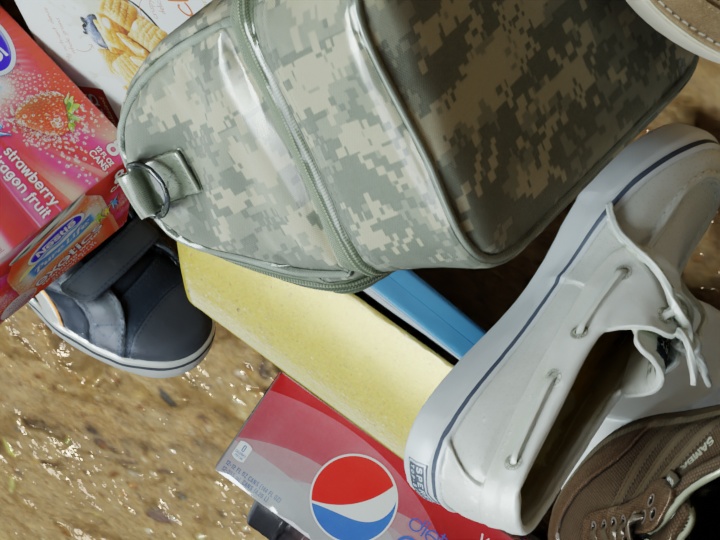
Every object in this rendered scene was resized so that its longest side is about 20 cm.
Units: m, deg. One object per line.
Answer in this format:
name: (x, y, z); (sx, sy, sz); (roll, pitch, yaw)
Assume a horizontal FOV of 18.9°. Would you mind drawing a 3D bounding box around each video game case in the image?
video game case: (0.000, 0.000, 0.996); (0.143, 0.018, 0.200); (38, 177, -34)

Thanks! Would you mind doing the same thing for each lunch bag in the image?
lunch bag: (0.015, -0.088, 0.856); (0.167, 0.200, 0.140); (-5, 119, 43)

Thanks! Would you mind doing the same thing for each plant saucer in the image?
plant saucer: (0.001, 0.045, 1.043); (0.199, 0.049, 0.200); (36, 178, 17)

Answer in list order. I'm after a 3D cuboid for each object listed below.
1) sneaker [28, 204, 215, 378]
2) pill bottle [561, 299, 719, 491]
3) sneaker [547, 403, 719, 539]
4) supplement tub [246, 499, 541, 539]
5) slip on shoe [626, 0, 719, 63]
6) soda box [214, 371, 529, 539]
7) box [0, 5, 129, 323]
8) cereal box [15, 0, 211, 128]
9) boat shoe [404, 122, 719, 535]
sneaker: (-0.162, -0.021, 1.191); (0.200, 0.079, 0.080); (37, 151, 5)
pill bottle: (0.156, 0.113, 1.026); (0.112, 0.112, 0.201); (11, 137, 34)
sneaker: (0.130, 0.099, 0.888); (0.071, 0.075, 0.200); (53, 139, 0)
supplement tub: (0.036, 0.168, 1.202); (0.199, 0.107, 0.107); (34, 145, 6)
slip on shoe: (0.117, -0.142, 0.781); (0.200, 0.076, 0.060); (42, 163, -22)
soda box: (0.025, 0.133, 1.116); (0.199, 0.064, 0.070); (35, 180, 6)
box: (-0.216, -0.083, 1.110); (0.200, 0.100, 0.096); (46, 157, 10)
cereal box: (-0.077, -0.110, 1.047); (0.199, 0.040, 0.144); (7, 135, 37)
boat shoe: (0.109, 0.027, 0.888); (0.086, 0.202, 0.075); (25, 153, 36)
